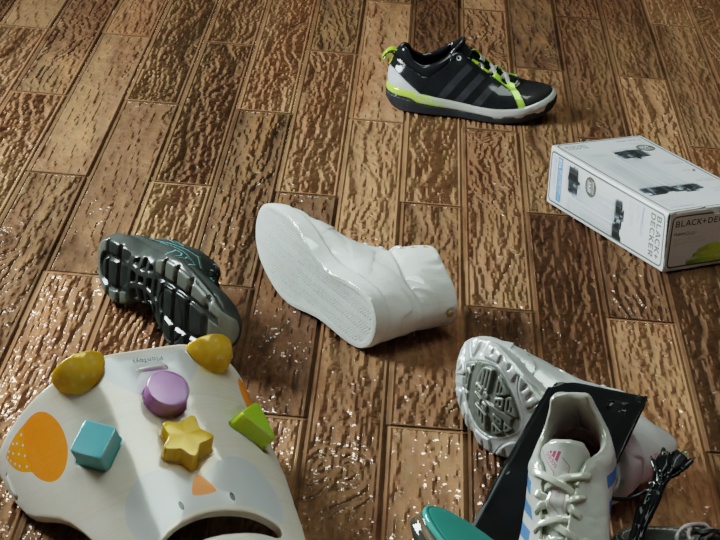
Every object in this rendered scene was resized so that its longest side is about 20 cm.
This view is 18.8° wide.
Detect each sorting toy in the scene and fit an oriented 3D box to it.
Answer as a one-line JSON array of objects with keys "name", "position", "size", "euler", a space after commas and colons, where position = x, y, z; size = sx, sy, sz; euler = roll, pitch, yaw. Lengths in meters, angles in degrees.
[{"name": "sorting toy", "position": [-0.123, 0.145, 1.491], "size": [0.198, 0.107, 0.180], "euler": [-8, 44, -28]}]

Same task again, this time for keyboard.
[{"name": "keyboard", "position": [0.154, 0.156, 1.495], "size": [0.126, 0.021, 0.200], "euler": [10, 45, 25]}]

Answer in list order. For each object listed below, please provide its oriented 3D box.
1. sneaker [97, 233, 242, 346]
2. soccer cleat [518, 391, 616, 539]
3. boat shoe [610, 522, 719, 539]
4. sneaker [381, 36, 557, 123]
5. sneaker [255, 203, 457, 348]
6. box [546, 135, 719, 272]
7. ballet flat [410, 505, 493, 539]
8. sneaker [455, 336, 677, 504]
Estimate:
[{"name": "sneaker", "position": [-0.145, 0.011, 1.810], "size": [0.079, 0.076, 0.200], "euler": [-8, 25, -33]}, {"name": "soccer cleat", "position": [0.129, 0.164, 1.408], "size": [0.069, 0.087, 0.201], "euler": [-3, 41, 12]}, {"name": "boat shoe", "position": [0.258, 0.198, 1.450], "size": [0.199, 0.058, 0.067], "euler": [18, 26, 30]}, {"name": "sneaker", "position": [0.122, -0.215, 2.404], "size": [0.198, 0.084, 0.072], "euler": [4, 22, -2]}, {"name": "sneaker", "position": [0.000, 0.000, 1.879], "size": [0.115, 0.074, 0.200], "euler": [-9, 36, -35]}, {"name": "box", "position": [0.282, -0.067, 2.104], "size": [0.116, 0.061, 0.200], "euler": [-8, 25, -29]}, {"name": "ballet flat", "position": [0.099, 0.222, 1.324], "size": [0.199, 0.069, 0.068], "euler": [32, 15, 29]}, {"name": "sneaker", "position": [0.155, 0.111, 1.643], "size": [0.099, 0.078, 0.200], "euler": [-7, 33, -43]}]
